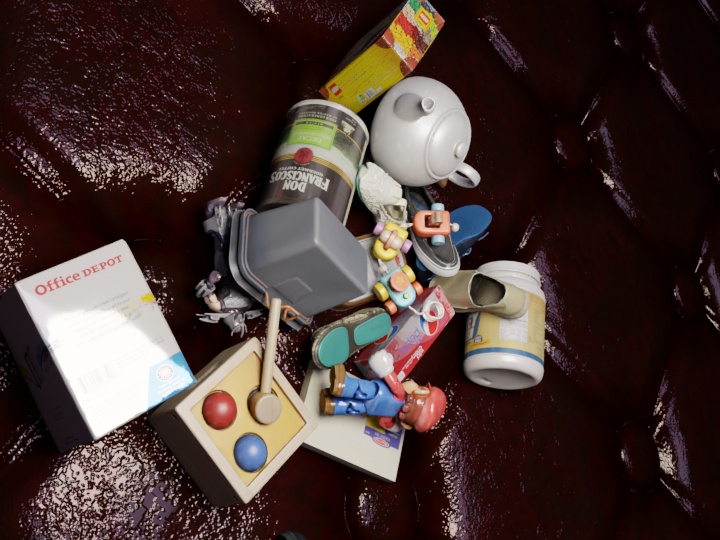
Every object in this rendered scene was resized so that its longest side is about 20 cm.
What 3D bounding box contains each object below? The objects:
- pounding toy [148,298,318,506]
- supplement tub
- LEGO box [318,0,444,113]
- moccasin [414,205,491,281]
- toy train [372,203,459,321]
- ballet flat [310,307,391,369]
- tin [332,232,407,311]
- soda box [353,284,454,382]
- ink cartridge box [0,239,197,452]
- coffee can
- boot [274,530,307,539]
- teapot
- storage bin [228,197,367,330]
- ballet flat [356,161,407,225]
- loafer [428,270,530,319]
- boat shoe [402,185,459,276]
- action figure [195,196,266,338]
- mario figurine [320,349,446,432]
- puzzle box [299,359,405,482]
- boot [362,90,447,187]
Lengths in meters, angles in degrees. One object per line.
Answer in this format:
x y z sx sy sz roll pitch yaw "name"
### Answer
-0.157 0.180 1.062 0.200 0.142 0.185 -42 101 -38 "pounding toy"
0.262 0.100 1.408 0.143 0.144 0.203 23 61 -29 "supplement tub"
0.035 -0.375 1.364 0.077 0.199 0.150 43 53 -17 "LEGO box"
0.163 -0.053 1.437 0.199 0.069 0.080 -33 63 -29 "moccasin"
0.093 -0.023 1.280 0.148 0.056 0.203 6 74 -6 "toy train"
-0.032 0.105 1.228 0.199 0.074 0.069 -23 112 -50 "ballet flat"
0.000 0.000 1.314 0.198 0.042 0.114 -18 90 -40 "tin"
0.078 0.111 1.310 0.200 0.070 0.064 -45 107 -37 "soda box"
-0.332 0.094 0.958 0.146 0.144 0.202 -27 91 -40 "ink cartridge box"
-0.077 -0.147 1.235 0.145 0.146 0.203 29 58 -26 "coffee can"
-0.025 0.435 1.115 0.167 0.076 0.203 -22 95 -36 "boot"
0.122 -0.222 1.317 0.199 0.145 0.200 -23 130 -42 "teapot"
-0.080 -0.009 1.133 0.200 0.133 0.147 45 36 -47 "storage bin"
0.044 -0.124 1.302 0.200 0.071 0.073 55 31 -69 "ballet flat"
0.197 0.033 1.348 0.068 0.198 0.077 38 66 -47 "loafer"
0.123 -0.082 1.367 0.069 0.067 0.202 -10 54 -15 "boat shoe"
-0.193 -0.001 1.145 0.129 0.069 0.203 1 78 -55 "action figure"
0.039 0.189 1.197 0.197 0.123 0.108 13 70 -18 "mario figurine"
-0.013 0.239 1.227 0.199 0.025 0.135 30 58 -26 "puzzle box"
0.087 -0.219 1.455 0.199 0.068 0.190 39 47 -29 "boot"
